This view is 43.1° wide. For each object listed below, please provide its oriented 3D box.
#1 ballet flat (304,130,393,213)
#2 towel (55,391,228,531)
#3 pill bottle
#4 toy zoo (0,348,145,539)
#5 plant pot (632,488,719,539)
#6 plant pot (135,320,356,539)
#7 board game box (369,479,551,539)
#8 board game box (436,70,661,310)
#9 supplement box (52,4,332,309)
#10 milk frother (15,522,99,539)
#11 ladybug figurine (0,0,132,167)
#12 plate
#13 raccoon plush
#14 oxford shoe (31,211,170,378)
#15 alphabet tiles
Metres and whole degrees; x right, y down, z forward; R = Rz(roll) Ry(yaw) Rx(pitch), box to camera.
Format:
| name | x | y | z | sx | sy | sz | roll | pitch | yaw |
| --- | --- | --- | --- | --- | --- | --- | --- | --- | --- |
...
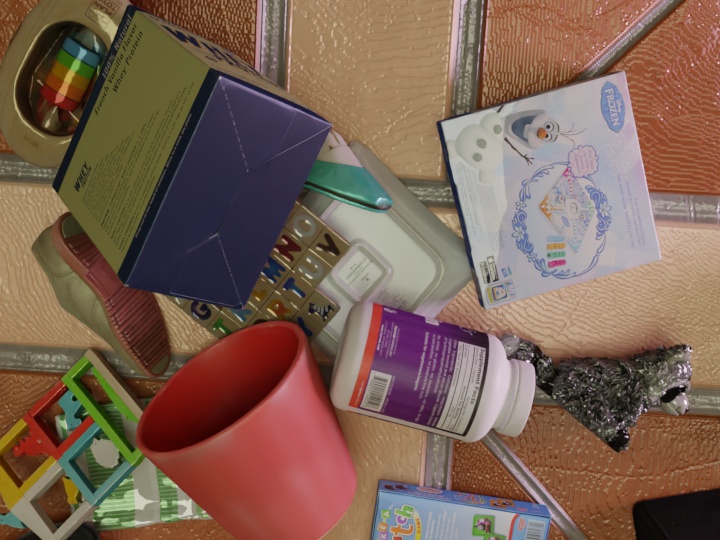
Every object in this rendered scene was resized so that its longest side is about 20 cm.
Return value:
| name | x | y | z | sx | sy | sz | roll | pitch | yaw |
| --- | --- | --- | --- | --- | --- | --- | --- | --- | --- |
| ballet flat | -0.056 | -0.114 | 0.931 | 0.197 | 0.067 | 0.072 | 15 | 98 | 17 |
| towel | -0.239 | 0.220 | 1.037 | 0.196 | 0.023 | 0.155 | -7 | 100 | 3 |
| pill bottle | 0.073 | 0.108 | 0.935 | 0.197 | 0.113 | 0.114 | 15 | 101 | -4 |
| toy zoo | -0.323 | 0.204 | 0.999 | 0.200 | 0.020 | 0.131 | -45 | 76 | -1 |
| plant pot | 0.423 | 0.363 | 0.973 | 0.196 | 0.178 | 0.203 | -10 | 101 | 2 |
| plant pot | -0.103 | 0.183 | 0.949 | 0.198 | 0.201 | 0.179 | -27 | 114 | 6 |
| board game box | 0.106 | 0.330 | 1.043 | 0.196 | 0.037 | 0.154 | 9 | 100 | -1 |
| board game box | 0.197 | -0.083 | 0.955 | 0.196 | 0.043 | 0.203 | -15 | 100 | -1 |
| supplement box | -0.166 | -0.107 | 0.863 | 0.133 | 0.199 | 0.202 | 15 | 108 | -44 |
| milk frother | -0.363 | 0.410 | 0.980 | 0.177 | 0.200 | 0.191 | -6 | 107 | 12 |
| ladybug figurine | -0.290 | -0.201 | 0.934 | 0.135 | 0.072 | 0.201 | 35 | 100 | -5 |
| plate | 0.000 | 0.000 | 0.987 | 0.200 | 0.032 | 0.200 | 42 | 98 | -7 |
| raccoon plush | 0.260 | 0.096 | 0.974 | 0.199 | 0.097 | 0.135 | 39 | 91 | -6 |
| oxford shoe | -0.280 | 0.035 | 0.992 | 0.073 | 0.071 | 0.202 | -25 | 101 | 31 |
| alphabet tiles | -0.103 | 0.009 | 0.967 | 0.166 | 0.008 | 0.200 | 39 | 120 | -5 |
